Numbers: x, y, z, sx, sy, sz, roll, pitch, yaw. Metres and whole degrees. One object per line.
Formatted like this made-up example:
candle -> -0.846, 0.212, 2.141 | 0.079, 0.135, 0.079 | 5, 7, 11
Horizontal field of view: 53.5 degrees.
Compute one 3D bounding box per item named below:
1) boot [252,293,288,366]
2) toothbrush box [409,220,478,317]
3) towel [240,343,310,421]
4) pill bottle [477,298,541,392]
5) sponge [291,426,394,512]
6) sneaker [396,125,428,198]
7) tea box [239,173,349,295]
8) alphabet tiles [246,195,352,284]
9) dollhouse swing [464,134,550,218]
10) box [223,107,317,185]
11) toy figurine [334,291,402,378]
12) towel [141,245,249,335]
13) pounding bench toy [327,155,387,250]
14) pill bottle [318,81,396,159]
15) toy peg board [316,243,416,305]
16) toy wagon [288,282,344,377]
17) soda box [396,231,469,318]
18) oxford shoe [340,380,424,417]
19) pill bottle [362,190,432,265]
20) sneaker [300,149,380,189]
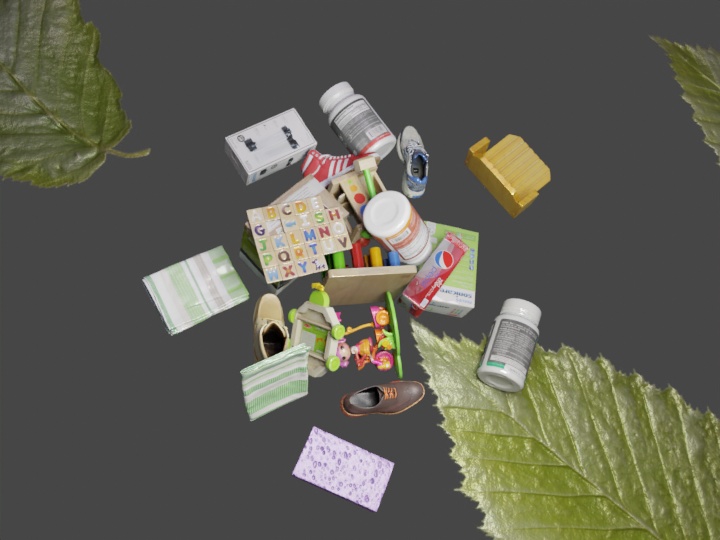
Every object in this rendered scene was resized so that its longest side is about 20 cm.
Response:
boot -> -0.194, 0.126, 1.545 | 0.072, 0.156, 0.201 | 7, 67, -11
toothbrush box -> 0.201, -0.002, 1.736 | 0.145, 0.086, 0.201 | 11, 66, -10
towel -> -0.173, 0.235, 1.488 | 0.152, 0.200, 0.023 | -22, 58, -21
pill bottle -> 0.357, 0.175, 1.693 | 0.113, 0.113, 0.201 | 25, 66, -4
sponge -> -0.037, 0.429, 1.539 | 0.199, 0.030, 0.112 | 25, 65, -3
sneaker -> 0.144, -0.291, 1.833 | 0.077, 0.085, 0.201 | -1, 69, -15
tea box -> -0.153, -0.078, 1.612 | 0.134, 0.197, 0.200 | 46, 65, 6
alphabet tiles -> -0.124, -0.071, 1.505 | 0.199, 0.008, 0.168 | -13, 73, -17
dollhouse swing -> 0.404, -0.273, 1.856 | 0.176, 0.182, 0.200 | -39, 82, -4
box -> -0.221, -0.306, 1.758 | 0.199, 0.060, 0.117 | -30, 79, -22
toy figurine -> -0.009, 0.161, 1.618 | 0.183, 0.150, 0.201 | -9, 96, -3
towel -> -0.369, 0.039, 1.603 | 0.199, 0.031, 0.150 | -26, 79, -22
pounding bench toy -> 0.014, -0.158, 1.685 | 0.124, 0.200, 0.157 | -24, 76, -22
pill bottle -> -0.010, -0.370, 1.807 | 0.116, 0.116, 0.200 | -32, 80, -23
toy peg board -> 0.000, 0.000, 1.620 | 0.198, 0.200, 0.098 | -4, 70, -15
toy wagon -> -0.096, 0.127, 1.556 | 0.039, 0.155, 0.201 | 4, 98, -48
soda box -> 0.167, 0.010, 1.639 | 0.063, 0.070, 0.200 | 37, 68, 6
oxford shoe -> 0.057, 0.285, 1.594 | 0.199, 0.073, 0.072 | -11, 72, -18
pill bottle -> 0.092, -0.088, 1.619 | 0.112, 0.200, 0.113 | -11, 63, 21
sneaker -> -0.056, -0.264, 1.746 | 0.199, 0.071, 0.113 | -28, 72, 10
